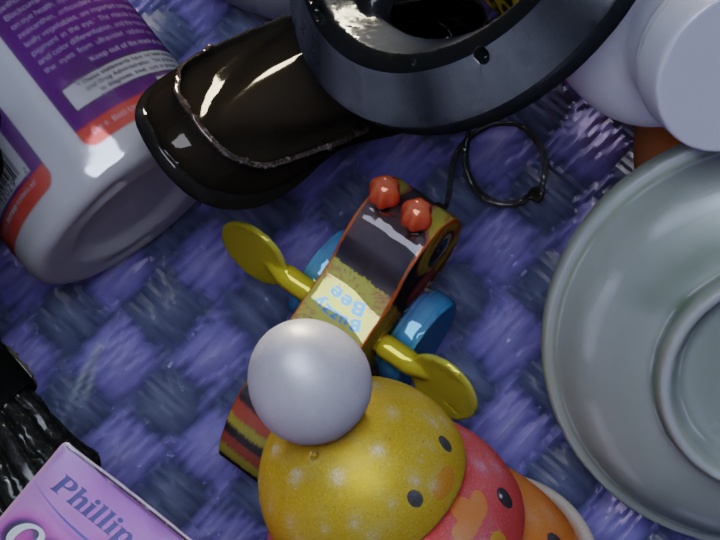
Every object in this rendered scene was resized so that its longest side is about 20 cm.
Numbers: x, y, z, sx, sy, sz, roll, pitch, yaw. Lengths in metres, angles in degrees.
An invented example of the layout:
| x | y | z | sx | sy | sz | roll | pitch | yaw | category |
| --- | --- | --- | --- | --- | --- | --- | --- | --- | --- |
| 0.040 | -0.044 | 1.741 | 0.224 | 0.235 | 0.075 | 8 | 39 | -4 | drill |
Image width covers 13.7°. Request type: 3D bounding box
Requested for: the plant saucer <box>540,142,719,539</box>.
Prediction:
| x | y | z | sx | sy | sz | roll | pitch | yaw | category |
| --- | --- | --- | --- | --- | --- | --- | --- | --- | --- |
| 0.177 | 0.038 | 1.261 | 0.200 | 0.050 | 0.200 | 0 | 114 | 0 | plant saucer |

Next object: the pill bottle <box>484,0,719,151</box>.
| x | y | z | sx | sy | sz | roll | pitch | yaw | category |
| --- | --- | --- | --- | --- | --- | --- | --- | --- | --- |
| 0.111 | -0.127 | 1.257 | 0.104 | 0.104 | 0.200 | -31 | 38 | -5 | pill bottle |

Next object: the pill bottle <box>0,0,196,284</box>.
| x | y | z | sx | sy | sz | roll | pitch | yaw | category |
| --- | --- | --- | --- | --- | --- | --- | --- | --- | --- |
| -0.159 | -0.102 | 1.351 | 0.111 | 0.111 | 0.200 | -37 | 75 | -7 | pill bottle |

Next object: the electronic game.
| x | y | z | sx | sy | sz | roll | pitch | yaw | category |
| --- | --- | --- | --- | --- | --- | --- | --- | --- | --- |
| 0.049 | -0.150 | 1.223 | 0.200 | 0.042 | 0.200 | -19 | 60 | 35 | electronic game |

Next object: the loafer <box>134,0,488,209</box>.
| x | y | z | sx | sy | sz | roll | pitch | yaw | category |
| --- | --- | --- | --- | --- | --- | --- | --- | --- | --- |
| -0.018 | -0.088 | 1.303 | 0.200 | 0.071 | 0.073 | -28 | 77 | -47 | loafer |

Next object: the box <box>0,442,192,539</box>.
| x | y | z | sx | sy | sz | roll | pitch | yaw | category |
| --- | --- | --- | --- | --- | --- | --- | --- | --- | --- |
| -0.136 | 0.193 | 1.230 | 0.097 | 0.176 | 0.200 | 36 | 79 | 13 | box |

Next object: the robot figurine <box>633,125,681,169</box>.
| x | y | z | sx | sy | sz | roll | pitch | yaw | category |
| --- | --- | --- | --- | --- | --- | --- | --- | --- | --- |
| 0.207 | -0.051 | 1.310 | 0.200 | 0.144 | 0.117 | -7 | 44 | 1 | robot figurine |

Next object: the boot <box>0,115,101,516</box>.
| x | y | z | sx | sy | sz | roll | pitch | yaw | category |
| --- | --- | --- | --- | --- | --- | --- | --- | --- | --- |
| -0.170 | 0.030 | 1.277 | 0.079 | 0.211 | 0.158 | -22 | 67 | -30 | boot |

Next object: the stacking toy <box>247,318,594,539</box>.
| x | y | z | sx | sy | sz | roll | pitch | yaw | category |
| --- | --- | --- | --- | --- | --- | --- | --- | --- | --- |
| 0.004 | 0.095 | 1.222 | 0.146 | 0.200 | 0.146 | -15 | 46 | 16 | stacking toy |

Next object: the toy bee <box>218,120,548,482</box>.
| x | y | z | sx | sy | sz | roll | pitch | yaw | category |
| --- | --- | --- | --- | --- | --- | --- | --- | --- | --- |
| 0.000 | 0.000 | 1.313 | 0.131 | 0.109 | 0.200 | 14 | 75 | 9 | toy bee |

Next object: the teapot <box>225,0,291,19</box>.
| x | y | z | sx | sy | sz | roll | pitch | yaw | category |
| --- | --- | --- | --- | --- | --- | --- | --- | --- | --- |
| -0.023 | -0.214 | 1.357 | 0.197 | 0.146 | 0.200 | 30 | 79 | 12 | teapot |
